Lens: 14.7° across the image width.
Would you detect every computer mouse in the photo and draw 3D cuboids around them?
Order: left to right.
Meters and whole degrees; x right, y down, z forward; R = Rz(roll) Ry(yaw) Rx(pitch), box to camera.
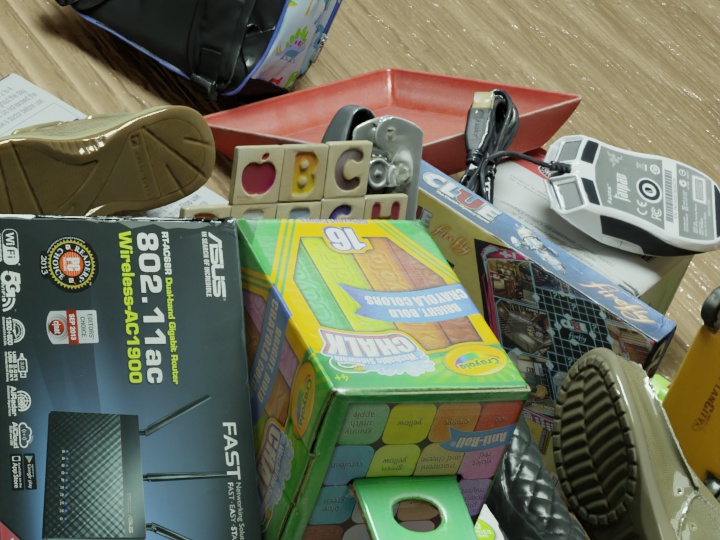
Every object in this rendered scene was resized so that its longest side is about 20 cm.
[{"bbox_3d":[0.153,-0.049,1.851,0.199,0.044,0.110,18,51,-18],"label":"computer mouse"}]

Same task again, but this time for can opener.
[{"bbox_3d":[0.000,0.000,1.711,0.053,0.201,0.067,-2,13,-37],"label":"can opener"}]

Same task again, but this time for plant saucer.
[{"bbox_3d":[0.019,-0.096,1.937,0.199,0.037,0.199,-18,21,-40],"label":"plant saucer"}]

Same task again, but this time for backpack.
[{"bbox_3d":[-0.090,-0.239,2.009,0.183,0.201,0.147,32,11,18],"label":"backpack"}]

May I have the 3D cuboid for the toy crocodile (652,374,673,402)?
[{"bbox_3d":[0.235,0.084,1.852,0.067,0.062,0.200,36,32,22],"label":"toy crocodile"}]

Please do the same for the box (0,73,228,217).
[{"bbox_3d":[-0.191,-0.003,1.653,0.199,0.105,0.184,31,31,13],"label":"box"}]

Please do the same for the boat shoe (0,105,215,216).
[{"bbox_3d":[-0.178,-0.047,1.575,0.199,0.072,0.064,-15,12,-35],"label":"boat shoe"}]

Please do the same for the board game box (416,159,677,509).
[{"bbox_3d":[0.086,0.039,1.747,0.200,0.136,0.035,34,31,18],"label":"board game box"}]

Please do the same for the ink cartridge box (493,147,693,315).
[{"bbox_3d":[0.118,0.006,1.874,0.146,0.083,0.200,32,30,16],"label":"ink cartridge box"}]

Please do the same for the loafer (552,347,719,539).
[{"bbox_3d":[0.174,0.142,1.660,0.067,0.076,0.201,-2,69,-41],"label":"loafer"}]

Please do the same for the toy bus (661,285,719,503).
[{"bbox_3d":[0.228,0.087,1.702,0.078,0.201,0.065,-14,45,-46],"label":"toy bus"}]

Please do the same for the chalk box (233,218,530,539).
[{"bbox_3d":[0.002,0.078,1.516,0.124,0.124,0.200,0,36,-29],"label":"chalk box"}]

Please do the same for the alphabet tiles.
[{"bbox_3d":[-0.044,0.024,1.627,0.166,0.201,0.006,-4,17,-39],"label":"alphabet tiles"}]

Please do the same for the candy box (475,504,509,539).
[{"bbox_3d":[0.021,0.174,1.559,0.136,0.061,0.200,1,36,-33],"label":"candy box"}]

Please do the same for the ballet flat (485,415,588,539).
[{"bbox_3d":[0.094,0.142,1.676,0.057,0.066,0.200,29,26,-38],"label":"ballet flat"}]

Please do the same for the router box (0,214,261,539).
[{"bbox_3d":[-0.137,0.071,1.488,0.149,0.062,0.201,0,79,-27],"label":"router box"}]
